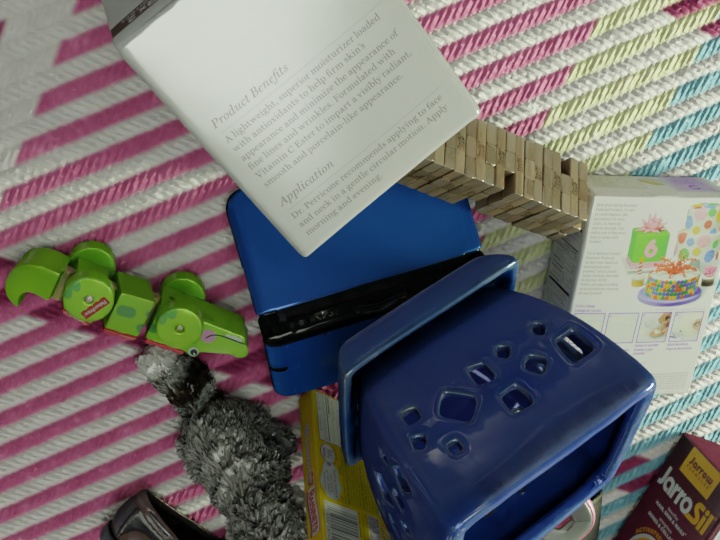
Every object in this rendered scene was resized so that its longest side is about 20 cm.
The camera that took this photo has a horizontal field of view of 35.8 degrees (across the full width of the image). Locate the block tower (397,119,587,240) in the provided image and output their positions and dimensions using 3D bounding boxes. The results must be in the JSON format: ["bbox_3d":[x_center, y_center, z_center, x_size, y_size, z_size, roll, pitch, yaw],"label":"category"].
[{"bbox_3d":[0.102,-0.082,0.908,0.199,0.054,0.058,16,67,-30],"label":"block tower"}]

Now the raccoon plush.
[{"bbox_3d":[-0.121,0.167,0.937,0.200,0.134,0.097,39,101,-28],"label":"raccoon plush"}]

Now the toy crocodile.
[{"bbox_3d":[-0.182,0.029,0.895,0.199,0.068,0.062,20,113,-21],"label":"toy crocodile"}]

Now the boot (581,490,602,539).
[{"bbox_3d":[0.170,0.323,1.134,0.181,0.073,0.201,-20,125,-21],"label":"boot"}]

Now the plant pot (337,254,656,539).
[{"bbox_3d":[0.089,0.118,0.880,0.199,0.180,0.200,-31,152,-18],"label":"plant pot"}]

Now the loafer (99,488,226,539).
[{"bbox_3d":[-0.139,0.266,1.019,0.200,0.072,0.063,33,98,-24],"label":"loafer"}]

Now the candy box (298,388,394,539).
[{"bbox_3d":[-0.002,0.194,0.950,0.102,0.200,0.026,30,120,-26],"label":"candy box"}]

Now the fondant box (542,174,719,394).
[{"bbox_3d":[0.246,0.016,1.018,0.143,0.058,0.201,0,115,-16],"label":"fondant box"}]

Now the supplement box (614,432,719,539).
[{"bbox_3d":[0.336,0.285,1.140,0.085,0.110,0.201,21,107,-23],"label":"supplement box"}]

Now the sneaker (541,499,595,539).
[{"bbox_3d":[0.138,0.169,1.051,0.200,0.095,0.079,44,113,-4],"label":"sneaker"}]

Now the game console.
[{"bbox_3d":[0.000,0.000,0.961,0.199,0.119,0.171,-16,149,-8],"label":"game console"}]

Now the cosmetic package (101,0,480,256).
[{"bbox_3d":[-0.054,-0.155,0.788,0.165,0.165,0.200,-38,119,3],"label":"cosmetic package"}]
